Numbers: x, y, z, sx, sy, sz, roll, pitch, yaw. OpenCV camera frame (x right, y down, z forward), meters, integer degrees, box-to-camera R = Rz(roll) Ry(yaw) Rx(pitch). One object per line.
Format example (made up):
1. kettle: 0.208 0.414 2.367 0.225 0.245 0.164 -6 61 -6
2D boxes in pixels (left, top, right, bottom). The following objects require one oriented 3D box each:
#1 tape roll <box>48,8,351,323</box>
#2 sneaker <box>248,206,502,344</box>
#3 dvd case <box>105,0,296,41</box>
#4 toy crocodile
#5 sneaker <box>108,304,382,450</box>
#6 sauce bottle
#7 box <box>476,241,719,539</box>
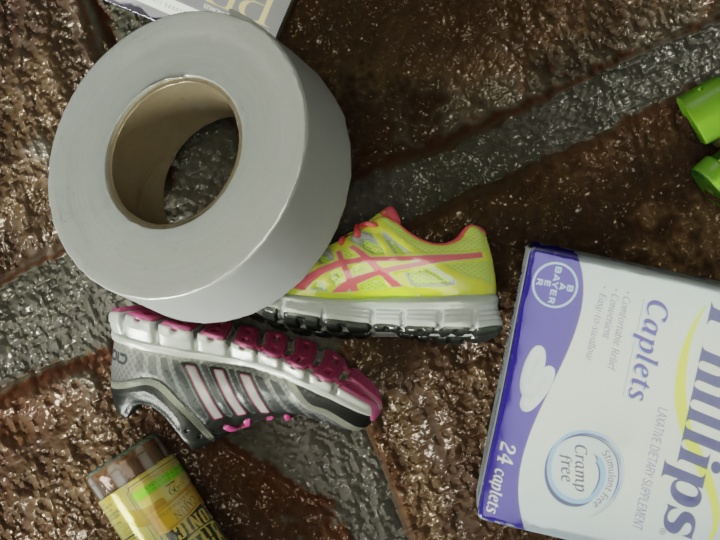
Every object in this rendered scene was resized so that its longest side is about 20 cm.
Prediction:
1. tape roll: -0.108 -0.070 1.051 0.202 0.071 0.203 -8 71 25
2. sneaker: 0.000 0.000 1.085 0.199 0.078 0.091 4 80 2
3. dvd case: -0.095 -0.264 1.113 0.148 0.016 0.201 24 93 4
4. toy crocodile: 0.286 -0.046 1.062 0.067 0.062 0.200 -43 92 -1
5. sneaker: -0.086 0.087 1.090 0.199 0.074 0.088 15 101 2
6. sauce bottle: -0.114 0.211 1.096 0.065 0.065 0.200 -34 89 5
7. box: 0.191 0.090 1.045 0.199 0.105 0.185 12 92 5
